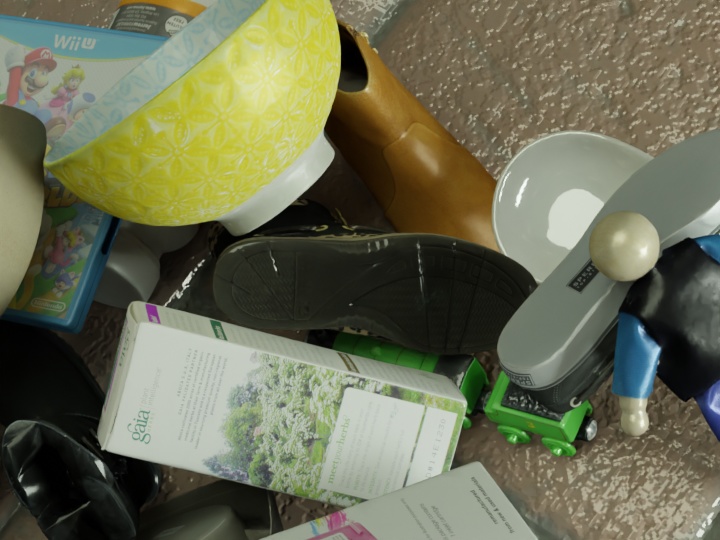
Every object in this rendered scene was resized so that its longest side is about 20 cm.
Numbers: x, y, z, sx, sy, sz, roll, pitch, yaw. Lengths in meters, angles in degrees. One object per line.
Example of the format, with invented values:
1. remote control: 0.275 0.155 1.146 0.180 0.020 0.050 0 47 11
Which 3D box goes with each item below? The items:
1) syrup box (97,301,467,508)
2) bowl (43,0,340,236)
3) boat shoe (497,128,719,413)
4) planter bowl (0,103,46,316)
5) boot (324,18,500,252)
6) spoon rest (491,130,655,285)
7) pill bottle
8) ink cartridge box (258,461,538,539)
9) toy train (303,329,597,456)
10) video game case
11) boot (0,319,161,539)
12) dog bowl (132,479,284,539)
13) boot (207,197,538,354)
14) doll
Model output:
1. syrup box: -0.047 0.082 1.456 0.200 0.081 0.079 14 97 -8
2. bowl: -0.079 -0.085 1.484 0.200 0.108 0.200 -37 13 10
3. boat shoe: 0.162 0.000 1.468 0.200 0.057 0.069 -45 40 -5
4. planter bowl: -0.281 -0.012 1.488 0.200 0.200 0.135 -10 79 15
5. boot: 0.027 -0.073 1.570 0.071 0.144 0.201 -42 57 -4
6. spoon rest: 0.178 -0.035 1.522 0.200 0.061 0.099 2 82 11
7. pill bottle: -0.142 -0.083 1.656 0.116 0.116 0.200 15 69 26
8. ink cartridge box: -0.003 0.211 1.383 0.200 0.145 0.085 -18 37 -15
9. toy train: 0.050 0.069 1.537 0.200 0.056 0.042 14 69 26
10. video game case: -0.207 -0.065 1.592 0.143 0.018 0.200 10 71 27
11. boot: -0.192 0.097 1.496 0.165 0.200 0.066 41 96 -1
12. dog bowl: -0.129 0.190 1.472 0.200 0.200 0.059 -25 97 6
13. boot: 0.000 0.000 1.553 0.200 0.151 0.073 2 101 -11
14. doll: 0.198 0.045 1.419 0.136 0.200 0.048 -43 19 -5
